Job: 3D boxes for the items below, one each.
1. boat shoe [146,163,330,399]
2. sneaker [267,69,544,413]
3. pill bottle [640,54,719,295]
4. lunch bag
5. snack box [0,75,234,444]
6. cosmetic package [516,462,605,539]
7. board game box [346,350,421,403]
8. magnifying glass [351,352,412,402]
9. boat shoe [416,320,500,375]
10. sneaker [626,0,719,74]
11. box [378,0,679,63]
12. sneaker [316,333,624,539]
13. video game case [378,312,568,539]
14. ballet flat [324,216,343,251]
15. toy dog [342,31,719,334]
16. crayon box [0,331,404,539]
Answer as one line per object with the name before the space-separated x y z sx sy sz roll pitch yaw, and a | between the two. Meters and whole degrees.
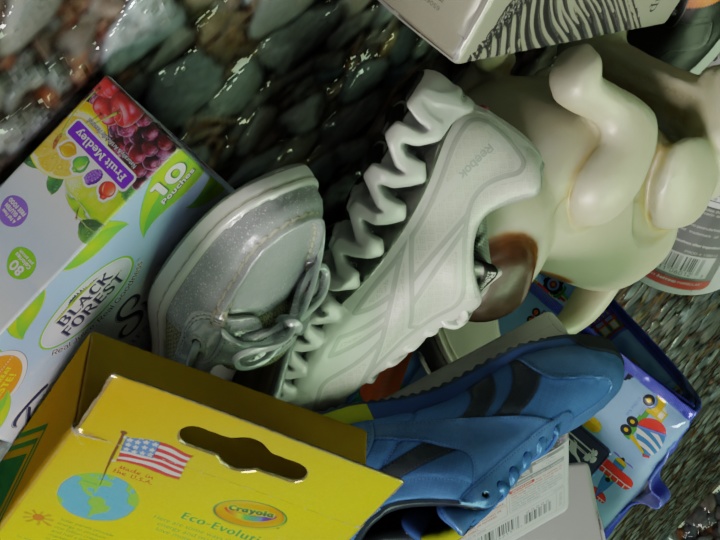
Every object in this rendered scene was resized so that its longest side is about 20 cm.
boat shoe | -0.053 0.039 0.685 0.074 0.065 0.203 -26 152 -45
sneaker | 0.014 0.012 0.741 0.201 0.081 0.075 -61 -174 21
pill bottle | 0.246 -0.086 1.112 0.116 0.116 0.201 -32 155 -33
lunch bag | 0.131 0.089 1.089 0.094 0.200 0.151 -15 143 -54
snack box | -0.107 0.013 0.704 0.142 0.053 0.200 -47 160 -1
cosmetic package | 0.047 0.181 0.993 0.198 0.102 0.074 0 152 -12
board game box | -0.041 0.109 1.029 0.158 0.039 0.200 -31 160 -45
magnifying glass | 0.007 0.078 0.955 0.079 0.022 0.200 -39 167 -22
boat shoe | 0.061 0.053 1.010 0.067 0.057 0.201 -50 125 -36
sneaker | 0.189 -0.191 0.903 0.090 0.070 0.201 11 121 -48
box | 0.093 -0.157 0.757 0.199 0.068 0.082 -19 145 -49
sneaker | 0.053 0.090 0.760 0.199 0.079 0.066 -17 145 -28
video game case | 0.025 0.123 0.865 0.199 0.023 0.182 -27 144 -13
ballet flat | 0.000 0.000 0.884 0.200 0.071 0.071 -21 148 -50
toy dog | 0.083 -0.045 0.849 0.199 0.139 0.195 -18 138 -42
crayon box | -0.083 0.100 0.663 0.126 0.051 0.200 23 134 -21
